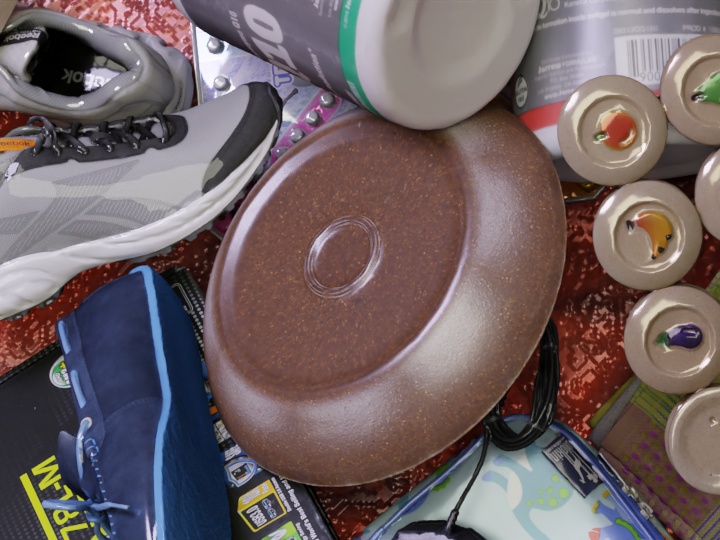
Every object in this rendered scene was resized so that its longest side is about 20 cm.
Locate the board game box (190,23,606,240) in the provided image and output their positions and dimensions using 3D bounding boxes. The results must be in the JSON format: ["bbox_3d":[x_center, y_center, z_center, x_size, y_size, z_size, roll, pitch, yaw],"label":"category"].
[{"bbox_3d":[0.013,-0.124,1.492,0.200,0.026,0.200,-7,82,6],"label":"board game box"}]

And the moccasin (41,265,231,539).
[{"bbox_3d":[-0.104,0.089,1.379,0.068,0.080,0.200,-23,40,12],"label":"moccasin"}]

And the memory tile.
[{"bbox_3d":[0.183,-0.011,1.347,0.153,0.017,0.200,-20,97,0],"label":"memory tile"}]

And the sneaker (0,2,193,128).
[{"bbox_3d":[-0.185,-0.107,1.489,0.200,0.081,0.075,7,86,10],"label":"sneaker"}]

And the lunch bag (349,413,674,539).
[{"bbox_3d":[0.063,0.177,1.421,0.200,0.082,0.161,-38,83,2],"label":"lunch bag"}]

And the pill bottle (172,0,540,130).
[{"bbox_3d":[-0.021,-0.149,1.396,0.200,0.113,0.113,28,87,40],"label":"pill bottle"}]

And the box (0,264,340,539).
[{"bbox_3d":[-0.122,0.123,1.430,0.193,0.048,0.200,-30,54,1],"label":"box"}]

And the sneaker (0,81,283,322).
[{"bbox_3d":[-0.130,-0.043,1.434,0.200,0.074,0.079,-26,115,0],"label":"sneaker"}]

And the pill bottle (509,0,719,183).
[{"bbox_3d":[0.124,-0.148,1.417,0.116,0.116,0.200,-4,81,7],"label":"pill bottle"}]

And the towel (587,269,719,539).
[{"bbox_3d":[0.214,0.094,1.411,0.200,0.023,0.144,41,120,12],"label":"towel"}]

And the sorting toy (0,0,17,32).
[{"bbox_3d":[-0.295,-0.104,1.468,0.199,0.070,0.200,30,92,30],"label":"sorting toy"}]

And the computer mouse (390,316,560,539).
[{"bbox_3d":[0.048,0.110,1.377,0.059,0.034,0.200,19,82,27],"label":"computer mouse"}]

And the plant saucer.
[{"bbox_3d":[0.000,0.000,1.376,0.200,0.037,0.201,-19,55,29],"label":"plant saucer"}]
